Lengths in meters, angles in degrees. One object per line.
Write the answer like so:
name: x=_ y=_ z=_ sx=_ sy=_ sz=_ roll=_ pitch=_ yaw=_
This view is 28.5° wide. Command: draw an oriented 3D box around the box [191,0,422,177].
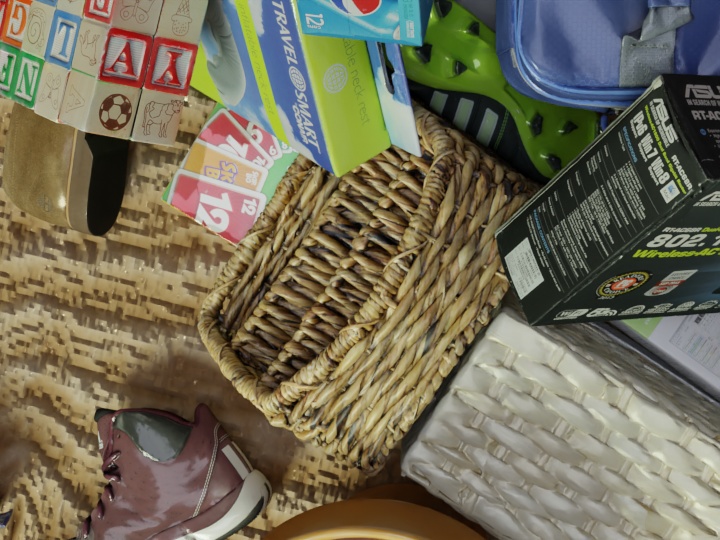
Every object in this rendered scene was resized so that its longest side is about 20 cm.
box: x=-0.053 y=-0.137 z=0.812 sx=0.048 sy=0.200 sz=0.122 roll=-33 pitch=132 yaw=-22

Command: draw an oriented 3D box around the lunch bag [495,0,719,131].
lunch bag: x=0.141 y=-0.168 z=0.739 sx=0.136 sy=0.132 sz=0.200 roll=1 pitch=92 yaw=2

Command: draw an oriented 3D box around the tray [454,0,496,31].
tray: x=0.073 y=-0.199 z=0.840 sx=0.107 sy=0.022 sz=0.200 roll=-35 pitch=126 yaw=8

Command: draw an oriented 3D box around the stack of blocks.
stack of blocks: x=-0.171 y=-0.152 z=0.819 sx=0.200 sy=0.059 sz=0.115 roll=26 pitch=105 yaw=46

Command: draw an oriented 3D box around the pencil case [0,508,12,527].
pencil case: x=-0.318 y=0.109 z=0.937 sx=0.088 sy=0.088 sz=0.200 roll=-33 pitch=92 yaw=8

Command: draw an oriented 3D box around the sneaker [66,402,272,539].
sneaker: x=-0.167 y=0.155 z=0.940 sx=0.200 sy=0.076 sz=0.116 roll=-31 pitch=88 yaw=-2

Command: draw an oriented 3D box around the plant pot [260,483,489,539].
plant pot: x=0.016 y=0.218 z=0.862 sx=0.200 sy=0.183 sz=0.200 roll=2 pitch=101 yaw=8

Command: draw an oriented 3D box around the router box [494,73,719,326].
router box: x=0.194 y=-0.034 z=0.746 sx=0.200 sy=0.150 sz=0.062 roll=-3 pitch=63 yaw=-32

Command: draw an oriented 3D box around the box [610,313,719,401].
box: x=0.258 y=0.018 z=0.880 sx=0.200 sy=0.036 sz=0.144 roll=36 pitch=85 yaw=-1

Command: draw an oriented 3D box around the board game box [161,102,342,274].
board game box: x=-0.021 y=-0.034 z=0.920 sx=0.200 sy=0.030 sz=0.096 roll=32 pitch=99 yaw=-2

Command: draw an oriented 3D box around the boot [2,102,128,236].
boot: x=-0.184 y=-0.127 z=0.905 sx=0.075 sy=0.074 sz=0.200 roll=14 pitch=99 yaw=16

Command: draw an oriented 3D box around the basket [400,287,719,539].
basket: x=0.134 y=0.108 z=0.872 sx=0.200 sy=0.123 sz=0.136 roll=32 pitch=99 yaw=1

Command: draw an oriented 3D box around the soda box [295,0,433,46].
soda box: x=0.018 y=-0.213 z=0.710 sx=0.064 sy=0.068 sz=0.200 roll=8 pitch=62 yaw=10

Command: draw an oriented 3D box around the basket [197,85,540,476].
basket: x=0.000 y=0.000 z=0.836 sx=0.149 sy=0.143 sz=0.200 roll=35 pitch=98 yaw=-2

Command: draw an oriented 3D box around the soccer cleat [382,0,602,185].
soccer cleat: x=0.074 y=-0.111 z=0.860 sx=0.200 sy=0.081 sz=0.068 roll=31 pitch=82 yaw=-36
